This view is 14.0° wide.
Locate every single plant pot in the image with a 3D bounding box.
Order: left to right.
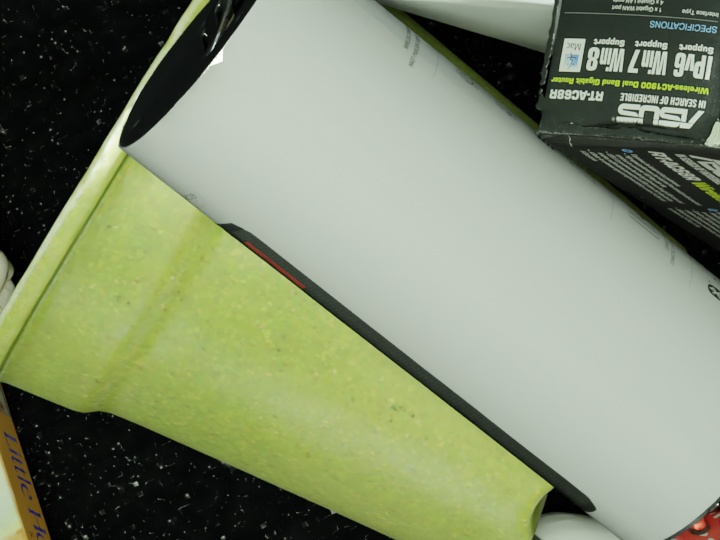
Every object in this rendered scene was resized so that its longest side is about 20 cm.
[{"bbox_3d":[0.000,0.000,0.970,0.184,0.200,0.201,31,94,-4],"label":"plant pot"}]

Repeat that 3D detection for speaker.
[{"bbox_3d":[0.029,-0.009,0.852,0.200,0.081,0.081,38,95,-14],"label":"speaker"}]

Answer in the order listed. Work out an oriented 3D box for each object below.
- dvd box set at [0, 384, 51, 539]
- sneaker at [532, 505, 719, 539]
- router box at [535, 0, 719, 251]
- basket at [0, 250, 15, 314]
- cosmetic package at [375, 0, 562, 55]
[{"bbox_3d":[-0.173,0.130,1.032,0.146,0.029,0.201,-24,67,9],"label":"dvd box set"},{"bbox_3d":[0.157,0.092,0.994,0.201,0.067,0.108,22,92,5],"label":"sneaker"},{"bbox_3d":[0.129,-0.087,0.892,0.062,0.200,0.150,6,80,28],"label":"router box"},{"bbox_3d":[-0.247,0.033,0.967,0.199,0.161,0.199,6,62,19],"label":"basket"},{"bbox_3d":[0.077,-0.125,0.936,0.081,0.200,0.113,8,92,28],"label":"cosmetic package"}]
